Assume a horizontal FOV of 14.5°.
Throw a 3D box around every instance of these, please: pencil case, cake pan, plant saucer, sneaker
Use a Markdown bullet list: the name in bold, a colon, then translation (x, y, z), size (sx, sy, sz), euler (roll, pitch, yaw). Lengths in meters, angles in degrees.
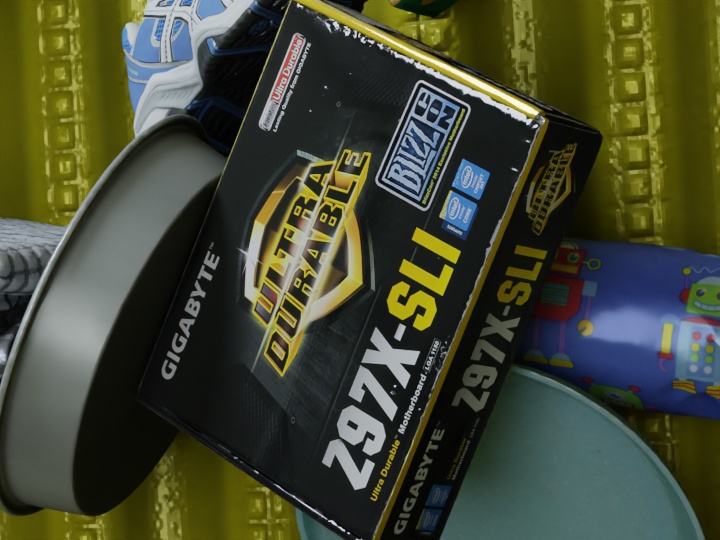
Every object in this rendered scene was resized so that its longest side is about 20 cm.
- **pencil case**: translation (0.098, 0.024, 1.274), size (0.200, 0.087, 0.078), euler (7, 67, 20)
- **cake pan**: translation (-0.103, 0.027, 1.291), size (0.037, 0.200, 0.201), euler (24, 99, 14)
- **plant saucer**: translation (0.068, 0.115, 1.273), size (0.200, 0.036, 0.200), euler (13, 126, 19)
- **sneaker**: translation (-0.061, -0.121, 1.307), size (0.200, 0.076, 0.077), euler (-41, 64, 47)

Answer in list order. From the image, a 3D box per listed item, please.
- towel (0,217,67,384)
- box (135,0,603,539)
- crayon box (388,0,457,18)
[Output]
- **towel**: translation (-0.212, 0.018, 1.353), size (0.200, 0.166, 0.086), euler (7, 96, 23)
- **box**: translation (0.000, 0.000, 1.216), size (0.160, 0.049, 0.200), euler (30, 102, 38)
- **crayon box**: translation (0.020, -0.232, 1.296), size (0.119, 0.058, 0.200), euler (-34, 79, 18)
